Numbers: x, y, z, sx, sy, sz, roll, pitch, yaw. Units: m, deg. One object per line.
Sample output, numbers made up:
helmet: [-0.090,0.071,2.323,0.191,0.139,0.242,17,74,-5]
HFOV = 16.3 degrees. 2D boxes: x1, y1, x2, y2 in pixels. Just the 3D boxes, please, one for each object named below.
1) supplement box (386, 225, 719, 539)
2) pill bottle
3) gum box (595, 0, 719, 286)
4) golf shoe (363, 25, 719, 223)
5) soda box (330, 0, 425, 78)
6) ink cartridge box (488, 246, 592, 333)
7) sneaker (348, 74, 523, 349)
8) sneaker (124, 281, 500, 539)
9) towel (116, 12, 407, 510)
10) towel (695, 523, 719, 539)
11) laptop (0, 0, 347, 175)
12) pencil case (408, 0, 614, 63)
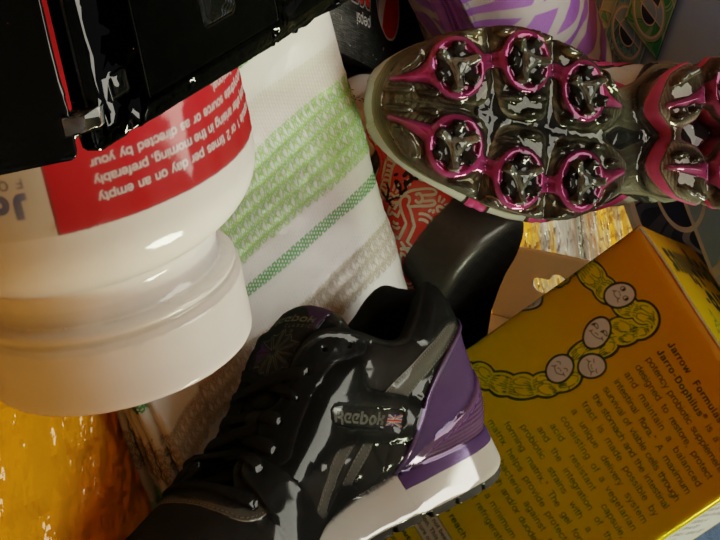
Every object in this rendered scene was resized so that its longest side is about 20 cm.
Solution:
supplement box: [0.076,0.085,1.046,0.110,0.199,0.109,57,13,13]
pill bottle: [-0.093,-0.065,0.736,0.112,0.111,0.201,-60,141,-60]
gum box: [0.171,-0.054,1.090,0.170,0.044,0.201,-45,-118,61]
golf shoe: [0.073,-0.054,1.000,0.199,0.092,0.073,4,89,-39]
soda box: [-0.029,-0.114,1.028,0.200,0.063,0.071,13,74,-71]
ink cartridge box: [0.094,0.095,1.253,0.068,0.116,0.201,-29,117,-36]
sneaker: [0.001,-0.001,1.078,0.067,0.108,0.202,-34,161,-28]
sneaker: [-0.032,0.062,0.896,0.199,0.075,0.088,-27,110,-48]
towel: [-0.038,0.001,0.922,0.149,0.031,0.201,-43,132,-30]
towel: [0.130,0.175,1.128,0.111,0.048,0.201,30,45,-41]
laptop: [-0.107,-0.122,0.637,0.200,0.103,0.179,-38,123,-49]
pencil case: [0.055,-0.110,1.064,0.086,0.083,0.200,-63,150,-22]
